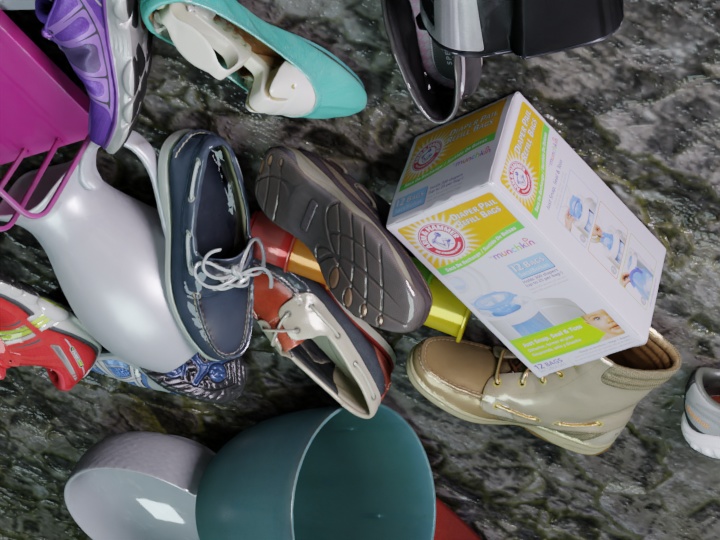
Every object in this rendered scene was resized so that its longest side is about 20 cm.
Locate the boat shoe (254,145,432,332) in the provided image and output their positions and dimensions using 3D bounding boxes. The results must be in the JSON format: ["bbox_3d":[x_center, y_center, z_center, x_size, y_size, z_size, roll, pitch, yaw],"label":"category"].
[{"bbox_3d":[-0.001,-0.032,1.650,0.200,0.073,0.075,50,131,28],"label":"boat shoe"}]

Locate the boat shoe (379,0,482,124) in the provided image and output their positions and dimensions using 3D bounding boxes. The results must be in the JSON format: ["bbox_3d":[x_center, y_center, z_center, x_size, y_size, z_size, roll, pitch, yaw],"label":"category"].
[{"bbox_3d":[0.047,-0.191,1.515,0.067,0.057,0.200,1,138,21],"label":"boat shoe"}]

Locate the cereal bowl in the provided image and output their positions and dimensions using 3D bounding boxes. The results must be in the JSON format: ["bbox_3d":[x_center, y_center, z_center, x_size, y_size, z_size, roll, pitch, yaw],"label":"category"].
[{"bbox_3d":[-0.186,0.222,2.069,0.200,0.083,0.200,15,143,11],"label":"cereal bowl"}]

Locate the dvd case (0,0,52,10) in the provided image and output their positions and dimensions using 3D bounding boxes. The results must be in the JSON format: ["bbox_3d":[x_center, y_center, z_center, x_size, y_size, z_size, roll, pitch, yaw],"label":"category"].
[{"bbox_3d":[-0.335,-0.261,1.615,0.200,0.025,0.150,1,138,20],"label":"dvd case"}]

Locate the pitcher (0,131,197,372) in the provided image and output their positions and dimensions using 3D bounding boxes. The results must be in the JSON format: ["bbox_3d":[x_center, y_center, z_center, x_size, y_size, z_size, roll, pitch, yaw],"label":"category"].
[{"bbox_3d":[-0.190,-0.020,1.772,0.172,0.121,0.200,-30,110,40],"label":"pitcher"}]

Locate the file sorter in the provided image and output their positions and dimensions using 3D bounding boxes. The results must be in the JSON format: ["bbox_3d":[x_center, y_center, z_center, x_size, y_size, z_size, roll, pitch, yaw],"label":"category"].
[{"bbox_3d":[-0.334,-0.102,1.700,0.200,0.125,0.139,-12,132,43],"label":"file sorter"}]

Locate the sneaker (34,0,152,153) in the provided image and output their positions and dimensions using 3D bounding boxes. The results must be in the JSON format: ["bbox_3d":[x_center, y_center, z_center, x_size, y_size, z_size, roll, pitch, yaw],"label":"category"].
[{"bbox_3d":[-0.206,-0.181,1.614,0.083,0.081,0.200,4,131,6],"label":"sneaker"}]

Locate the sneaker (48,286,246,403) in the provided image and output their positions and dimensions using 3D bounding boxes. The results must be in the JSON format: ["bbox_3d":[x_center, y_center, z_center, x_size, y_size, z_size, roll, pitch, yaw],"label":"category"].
[{"bbox_3d":[-0.198,0.068,1.923,0.200,0.076,0.077,23,164,-6],"label":"sneaker"}]

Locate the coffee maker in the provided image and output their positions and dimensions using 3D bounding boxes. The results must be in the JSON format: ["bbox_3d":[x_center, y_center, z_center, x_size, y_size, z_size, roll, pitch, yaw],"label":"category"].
[{"bbox_3d":[0.120,-0.244,1.362,0.192,0.135,0.200,4,140,17],"label":"coffee maker"}]

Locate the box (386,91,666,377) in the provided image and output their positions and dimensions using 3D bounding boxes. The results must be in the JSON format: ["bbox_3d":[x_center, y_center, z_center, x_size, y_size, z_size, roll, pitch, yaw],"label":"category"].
[{"bbox_3d":[0.131,-0.026,1.640,0.112,0.101,0.200,-21,127,38],"label":"box"}]

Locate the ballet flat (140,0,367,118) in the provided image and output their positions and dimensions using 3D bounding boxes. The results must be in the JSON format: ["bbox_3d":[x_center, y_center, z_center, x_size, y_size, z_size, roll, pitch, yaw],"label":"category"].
[{"bbox_3d":[-0.087,-0.158,1.597,0.200,0.070,0.067,34,139,-18],"label":"ballet flat"}]

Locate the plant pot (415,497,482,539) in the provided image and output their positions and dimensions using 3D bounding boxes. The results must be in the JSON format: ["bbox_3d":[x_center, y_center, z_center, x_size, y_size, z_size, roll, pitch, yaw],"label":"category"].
[{"bbox_3d":[0.048,0.356,2.063,0.176,0.200,0.200,30,141,-30],"label":"plant pot"}]

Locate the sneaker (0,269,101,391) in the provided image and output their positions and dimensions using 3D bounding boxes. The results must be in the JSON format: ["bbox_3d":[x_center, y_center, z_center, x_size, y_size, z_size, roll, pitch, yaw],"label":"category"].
[{"bbox_3d":[-0.307,0.049,1.799,0.200,0.085,0.077,30,178,-34],"label":"sneaker"}]

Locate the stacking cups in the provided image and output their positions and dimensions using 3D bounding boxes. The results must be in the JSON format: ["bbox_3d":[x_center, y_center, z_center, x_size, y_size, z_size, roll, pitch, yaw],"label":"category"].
[{"bbox_3d":[0.000,0.000,1.765,0.200,0.061,0.061,19,141,6],"label":"stacking cups"}]

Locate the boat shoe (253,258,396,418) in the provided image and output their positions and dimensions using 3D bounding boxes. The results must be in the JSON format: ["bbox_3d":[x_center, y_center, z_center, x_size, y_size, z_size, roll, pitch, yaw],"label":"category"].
[{"bbox_3d":[-0.049,0.051,1.835,0.200,0.063,0.071,42,138,-24],"label":"boat shoe"}]

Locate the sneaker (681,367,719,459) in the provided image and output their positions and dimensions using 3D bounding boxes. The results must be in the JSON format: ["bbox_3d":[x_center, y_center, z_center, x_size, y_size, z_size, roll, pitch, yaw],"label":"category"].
[{"bbox_3d":[0.362,0.120,1.744,0.200,0.074,0.079,4,134,19],"label":"sneaker"}]

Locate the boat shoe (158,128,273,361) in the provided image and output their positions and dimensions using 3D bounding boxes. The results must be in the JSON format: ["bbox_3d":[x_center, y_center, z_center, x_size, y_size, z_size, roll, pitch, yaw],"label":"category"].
[{"bbox_3d":[-0.116,-0.017,1.720,0.062,0.075,0.200,15,114,52],"label":"boat shoe"}]

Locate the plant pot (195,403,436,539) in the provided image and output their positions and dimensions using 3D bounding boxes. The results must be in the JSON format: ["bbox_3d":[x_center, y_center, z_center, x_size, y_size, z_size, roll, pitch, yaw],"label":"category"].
[{"bbox_3d":[-0.054,0.221,1.942,0.161,0.201,0.201,-4,137,41],"label":"plant pot"}]

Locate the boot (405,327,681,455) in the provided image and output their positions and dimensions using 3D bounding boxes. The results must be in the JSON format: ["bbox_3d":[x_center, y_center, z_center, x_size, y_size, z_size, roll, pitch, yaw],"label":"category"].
[{"bbox_3d":[0.153,0.078,1.771,0.200,0.073,0.155,22,145,-9],"label":"boot"}]
